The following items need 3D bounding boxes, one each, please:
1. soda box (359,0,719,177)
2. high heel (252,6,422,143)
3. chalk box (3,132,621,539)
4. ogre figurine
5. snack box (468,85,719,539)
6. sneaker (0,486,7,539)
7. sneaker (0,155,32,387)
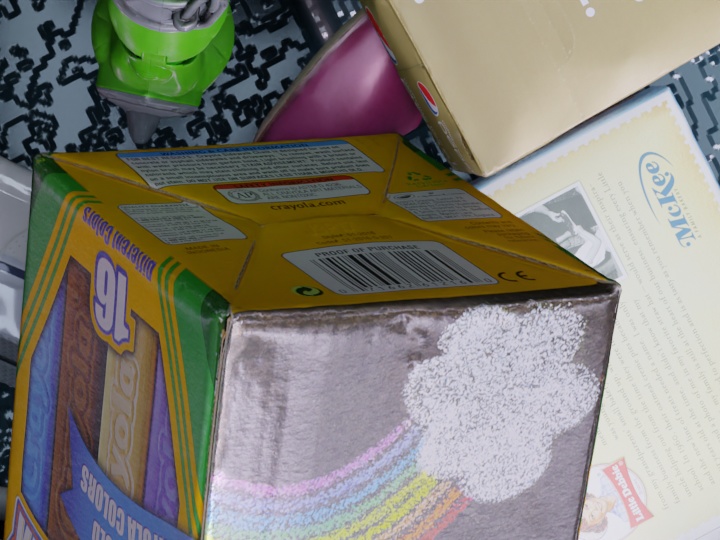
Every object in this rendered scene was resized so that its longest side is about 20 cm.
[{"bbox_3d":[0.100,-0.102,0.722,0.199,0.068,0.064,-30,96,-2],"label":"soda box"},{"bbox_3d":[0.000,0.000,0.800,0.096,0.067,0.200,37,117,6],"label":"high heel"},{"bbox_3d":[-0.023,0.077,0.722,0.124,0.124,0.201,-4,114,-30],"label":"chalk box"},{"bbox_3d":[-0.045,-0.127,0.716,0.097,0.120,0.201,-5,54,-17],"label":"ogre figurine"},{"bbox_3d":[0.093,0.054,0.847,0.116,0.037,0.201,-27,93,-2],"label":"snack box"},{"bbox_3d":[-0.094,0.111,0.815,0.198,0.078,0.080,-5,98,-3],"label":"sneaker"},{"bbox_3d":[-0.164,-0.028,0.819,0.199,0.073,0.071,26,65,-4],"label":"sneaker"}]
